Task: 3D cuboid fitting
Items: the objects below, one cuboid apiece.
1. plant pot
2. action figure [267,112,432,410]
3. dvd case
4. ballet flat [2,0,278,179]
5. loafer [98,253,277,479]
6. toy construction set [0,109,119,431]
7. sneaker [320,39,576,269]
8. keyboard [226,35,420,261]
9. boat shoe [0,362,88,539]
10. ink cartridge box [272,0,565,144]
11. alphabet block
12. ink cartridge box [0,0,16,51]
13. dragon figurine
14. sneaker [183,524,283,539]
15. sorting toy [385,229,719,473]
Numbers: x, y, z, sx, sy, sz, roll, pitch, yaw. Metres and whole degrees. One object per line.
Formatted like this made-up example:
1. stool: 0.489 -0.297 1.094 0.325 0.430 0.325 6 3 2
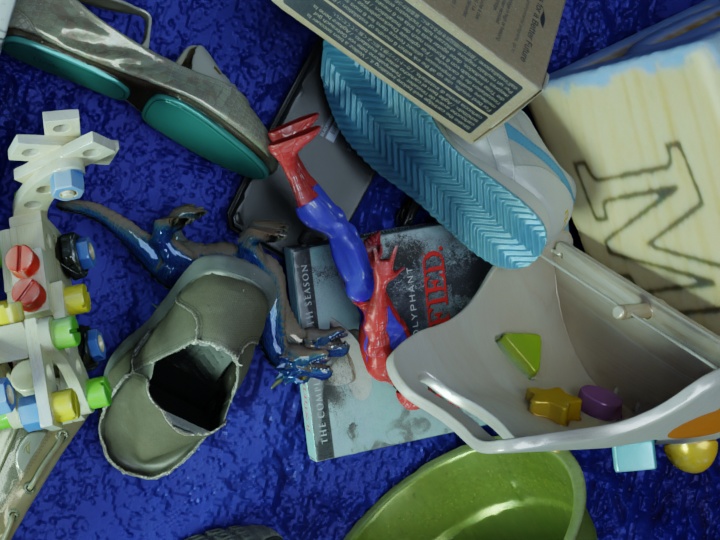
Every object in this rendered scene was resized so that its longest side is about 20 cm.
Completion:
1. plant pot: 0.102 0.243 1.206 0.200 0.200 0.190 -42 116 -13
2. action figure: 0.000 0.000 1.173 0.052 0.065 0.200 -22 107 -2
3. dvd case: 0.052 0.039 1.245 0.200 0.022 0.146 -9 101 -18
4. ballet flat: -0.129 -0.127 1.168 0.200 0.067 0.062 28 72 -15
5. loafer: -0.114 0.070 1.120 0.075 0.200 0.070 22 46 -10
6. toy construction set: -0.189 0.008 1.089 0.092 0.131 0.200 1 70 12
7. sneaker: 0.055 -0.092 1.210 0.200 0.077 0.081 47 41 0
8. keyboard: 0.006 -0.089 1.238 0.127 0.021 0.200 30 83 -15
9. boat shoe: -0.222 0.159 1.142 0.063 0.073 0.201 20 78 -13
10. ink cartridge box: 0.049 -0.202 1.171 0.165 0.075 0.200 35 45 -16
11. alphabet block: 0.259 -0.073 1.214 0.195 0.196 0.200 -26 99 -27
12. ink cartridge box: -0.267 -0.181 1.064 0.145 0.084 0.200 14 118 -18
13. dragon figurine: -0.101 0.014 1.166 0.200 0.059 0.100 10 101 -3
14. sneaker: -0.119 0.244 1.187 0.200 0.075 0.087 -43 115 -6
15. sorting toy: 0.118 0.069 1.152 0.180 0.200 0.107 -9 120 -35
